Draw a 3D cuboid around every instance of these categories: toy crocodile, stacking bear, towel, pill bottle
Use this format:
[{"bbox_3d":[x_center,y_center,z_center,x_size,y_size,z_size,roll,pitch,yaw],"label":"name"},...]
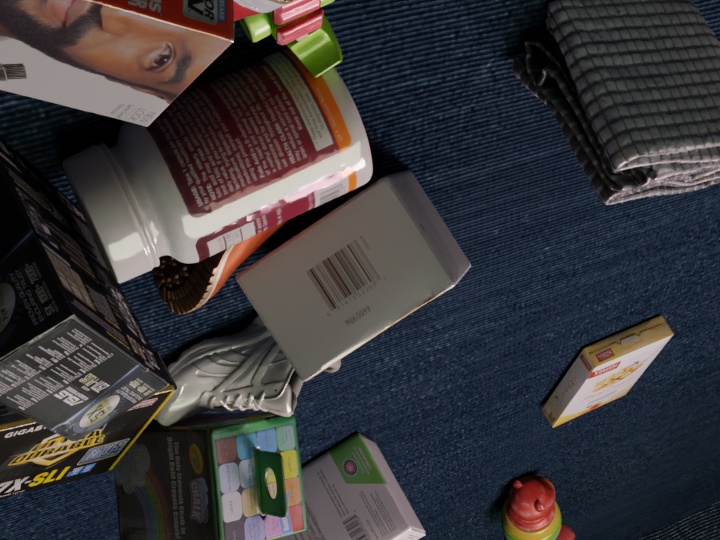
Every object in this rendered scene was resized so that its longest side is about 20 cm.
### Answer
[{"bbox_3d":[-0.049,-0.190,1.099,0.067,0.062,0.200,-27,159,-7],"label":"toy crocodile"},{"bbox_3d":[0.296,0.416,2.932,0.114,0.122,0.200,-33,151,-12],"label":"stacking bear"},{"bbox_3d":[0.239,-0.145,1.450,0.200,0.166,0.086,-12,159,-40],"label":"towel"},{"bbox_3d":[-0.102,-0.075,1.219,0.200,0.114,0.114,-25,159,-11],"label":"pill bottle"}]

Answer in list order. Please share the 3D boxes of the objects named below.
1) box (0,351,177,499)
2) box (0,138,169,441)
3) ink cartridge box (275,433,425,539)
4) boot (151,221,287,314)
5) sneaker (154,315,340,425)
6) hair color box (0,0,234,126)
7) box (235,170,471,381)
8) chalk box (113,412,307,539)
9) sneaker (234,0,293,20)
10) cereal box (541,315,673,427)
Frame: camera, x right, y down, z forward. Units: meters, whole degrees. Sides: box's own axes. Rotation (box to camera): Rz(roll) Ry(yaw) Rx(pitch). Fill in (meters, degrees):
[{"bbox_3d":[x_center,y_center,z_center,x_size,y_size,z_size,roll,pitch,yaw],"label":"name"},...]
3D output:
[{"bbox_3d":[-0.292,0.151,1.589,0.200,0.049,0.160,-10,154,-43],"label":"box"},{"bbox_3d":[-0.230,0.012,1.179,0.086,0.164,0.200,-31,160,2],"label":"box"},{"bbox_3d":[-0.041,0.325,2.194,0.200,0.146,0.084,-32,161,7],"label":"ink cartridge box"},{"bbox_3d":[-0.096,-0.038,1.382,0.107,0.075,0.200,-17,155,-44],"label":"boot"},{"bbox_3d":[-0.109,0.107,1.656,0.200,0.100,0.078,-30,160,0],"label":"sneaker"},{"bbox_3d":[-0.179,-0.145,0.898,0.199,0.064,0.111,11,153,-30],"label":"hair color box"},{"bbox_3d":[0.000,0.000,1.460,0.152,0.107,0.200,-34,179,10],"label":"box"},{"bbox_3d":[-0.137,0.210,1.708,0.200,0.125,0.124,-3,-179,42],"label":"chalk box"},{"bbox_3d":[-0.138,-0.184,0.978,0.112,0.071,0.200,-21,150,34],"label":"sneaker"},{"bbox_3d":[0.355,0.147,2.466,0.144,0.040,0.200,-21,158,-23],"label":"cereal box"}]
